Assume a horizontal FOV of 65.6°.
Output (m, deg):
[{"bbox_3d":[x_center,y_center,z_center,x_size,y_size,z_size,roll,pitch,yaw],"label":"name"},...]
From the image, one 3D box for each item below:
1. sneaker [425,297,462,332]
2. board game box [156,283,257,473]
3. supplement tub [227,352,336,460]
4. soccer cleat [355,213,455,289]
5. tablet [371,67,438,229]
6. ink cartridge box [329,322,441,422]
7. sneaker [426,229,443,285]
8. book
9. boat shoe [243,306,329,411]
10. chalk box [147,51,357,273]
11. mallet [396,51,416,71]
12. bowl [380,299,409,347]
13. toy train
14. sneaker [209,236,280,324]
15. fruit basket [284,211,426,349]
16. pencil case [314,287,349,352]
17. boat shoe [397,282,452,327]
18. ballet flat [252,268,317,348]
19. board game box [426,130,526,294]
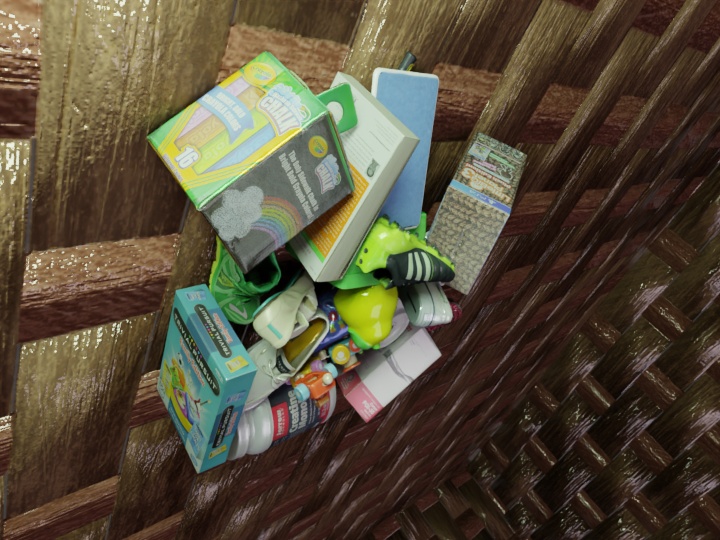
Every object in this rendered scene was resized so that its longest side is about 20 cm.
[{"bbox_3d":[0.150,0.079,1.127,0.079,0.077,0.200,-22,171,-4],"label":"sneaker"},{"bbox_3d":[-0.215,0.148,0.753,0.046,0.152,0.203,-12,139,-40],"label":"board game box"},{"bbox_3d":[-0.150,0.218,0.940,0.197,0.141,0.142,-15,141,-41],"label":"supplement tub"},{"bbox_3d":[0.063,-0.010,0.757,0.198,0.067,0.082,23,104,-51],"label":"soccer cleat"},{"bbox_3d":[0.048,-0.148,0.718,0.128,0.013,0.206,-14,117,-46],"label":"tablet"},{"bbox_3d":[0.046,0.178,1.113,0.199,0.147,0.083,-40,111,-2],"label":"ink cartridge box"},{"bbox_3d":[0.138,0.004,1.080,0.076,0.081,0.201,-39,158,-16],"label":"sneaker"},{"bbox_3d":[-0.029,-0.109,0.667,0.047,0.134,0.202,-3,134,-48],"label":"book"},{"bbox_3d":[-0.121,0.133,0.820,0.199,0.072,0.070,-42,-163,-11],"label":"boat shoe"},{"bbox_3d":[-0.090,-0.125,0.581,0.198,0.124,0.125,-38,150,-10],"label":"chalk box"},{"bbox_3d":[0.008,-0.184,0.710,0.203,0.041,0.066,-60,164,20],"label":"mallet"},{"bbox_3d":[0.032,0.078,1.034,0.198,0.094,0.203,-32,149,-21],"label":"bowl"},{"bbox_3d":[-0.037,0.154,0.868,0.198,0.057,0.148,-31,-170,-40],"label":"toy train"},{"bbox_3d":[-0.150,0.010,0.723,0.073,0.084,0.203,-23,146,-31],"label":"sneaker"},{"bbox_3d":[0.000,0.000,0.821,0.213,0.154,0.221,-29,135,-33],"label":"fruit basket"},{"bbox_3d":[-0.039,0.067,0.916,0.196,0.089,0.078,-26,179,-8],"label":"pencil case"},{"bbox_3d":[0.093,0.020,0.920,0.065,0.203,0.075,8,130,-21],"label":"boat shoe"},{"bbox_3d":[-0.095,0.053,0.779,0.070,0.069,0.200,-52,-179,18],"label":"ballet flat"},{"bbox_3d":[0.179,-0.097,0.896,0.201,0.095,0.162,-58,170,-48],"label":"board game box"}]
